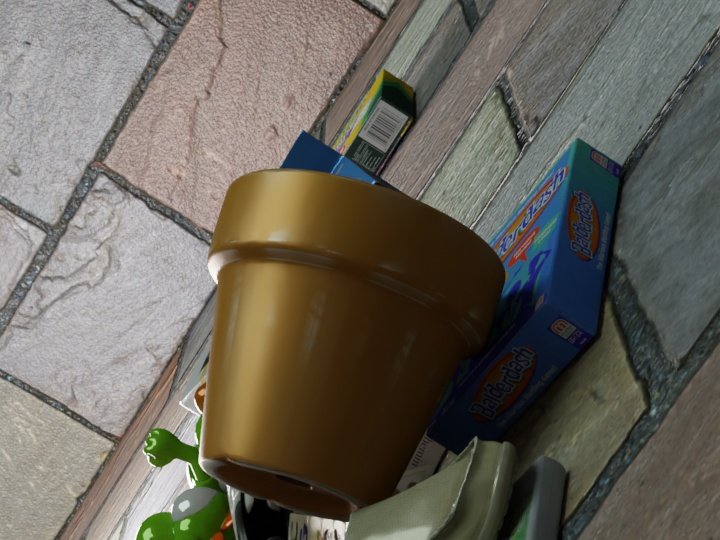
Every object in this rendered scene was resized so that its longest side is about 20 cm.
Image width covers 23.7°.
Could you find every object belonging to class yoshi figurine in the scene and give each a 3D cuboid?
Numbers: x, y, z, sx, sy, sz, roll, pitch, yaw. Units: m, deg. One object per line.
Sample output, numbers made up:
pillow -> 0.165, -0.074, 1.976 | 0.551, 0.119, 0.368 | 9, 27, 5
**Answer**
yoshi figurine -> -0.147, 0.198, 1.517 | 0.201, 0.111, 0.113 | -73, 3, -48

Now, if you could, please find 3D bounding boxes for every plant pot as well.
plant pot -> -0.022, 0.060, 1.138 | 0.200, 0.199, 0.185 | 146, 144, -68

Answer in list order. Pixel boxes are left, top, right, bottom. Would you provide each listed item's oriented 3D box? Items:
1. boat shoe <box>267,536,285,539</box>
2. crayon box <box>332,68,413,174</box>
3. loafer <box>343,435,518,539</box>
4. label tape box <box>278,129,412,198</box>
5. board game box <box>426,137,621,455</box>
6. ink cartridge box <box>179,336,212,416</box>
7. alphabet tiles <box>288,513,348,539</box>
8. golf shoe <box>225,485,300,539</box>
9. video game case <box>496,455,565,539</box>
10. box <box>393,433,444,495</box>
boat shoe -> -0.093, 0.286, 1.232 | 0.093, 0.074, 0.201 | -38, -29, -52
crayon box -> -0.002, -0.163, 2.354 | 0.201, 0.058, 0.173 | -56, 10, 17
loafer -> 0.024, 0.169, 1.046 | 0.200, 0.068, 0.076 | -53, 10, 31
label tape box -> 0.000, 0.000, 1.417 | 0.145, 0.199, 0.063 | -57, 10, 7
board game box -> 0.118, 0.019, 1.221 | 0.152, 0.045, 0.201 | -52, 11, 36
ink cartridge box -> -0.070, 0.103, 1.626 | 0.086, 0.147, 0.200 | -62, 9, -29
alphabet tiles -> -0.030, 0.229, 1.235 | 0.200, 0.006, 0.168 | 160, 115, -73
golf shoe -> -0.075, 0.179, 1.412 | 0.092, 0.072, 0.201 | 86, 171, -56
video game case -> 0.052, 0.227, 0.991 | 0.182, 0.022, 0.201 | -53, 11, 34
box -> 0.028, 0.154, 1.285 | 0.201, 0.038, 0.041 | -62, 11, -17
